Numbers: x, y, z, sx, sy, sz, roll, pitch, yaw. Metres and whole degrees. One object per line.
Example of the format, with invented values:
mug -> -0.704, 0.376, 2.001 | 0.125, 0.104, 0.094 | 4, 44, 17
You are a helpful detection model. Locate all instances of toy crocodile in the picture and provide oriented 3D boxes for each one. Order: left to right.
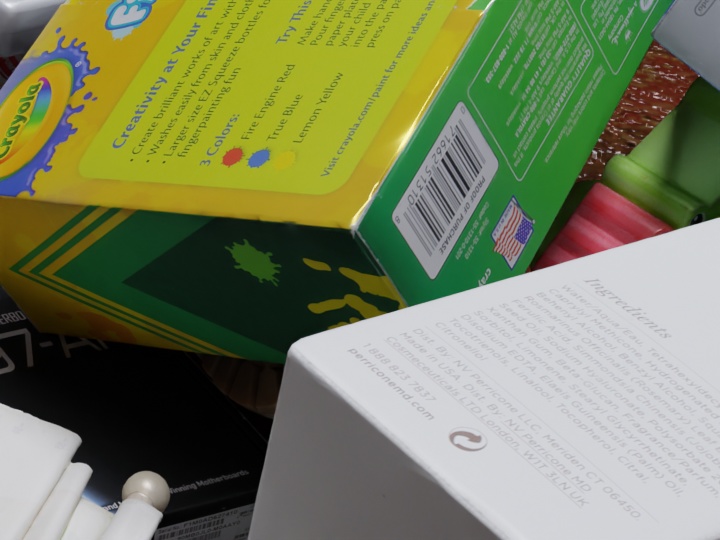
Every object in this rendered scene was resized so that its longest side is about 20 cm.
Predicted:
toy crocodile -> 0.058, 0.027, 0.749 | 0.067, 0.200, 0.062 | 41, 4, 37

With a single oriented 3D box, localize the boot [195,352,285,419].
boot -> 0.000, 0.000, 0.833 | 0.107, 0.075, 0.200 | 41, 20, -24

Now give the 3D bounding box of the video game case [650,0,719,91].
video game case -> 0.186, -0.047, 0.771 | 0.181, 0.046, 0.200 | 38, 21, 4

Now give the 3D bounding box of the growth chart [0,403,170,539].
growth chart -> -0.152, 0.060, 0.676 | 0.199, 0.018, 0.145 | 22, 34, 14

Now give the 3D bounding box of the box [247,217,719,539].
box -> 0.075, 0.085, 0.668 | 0.200, 0.153, 0.106 | -15, 41, -37

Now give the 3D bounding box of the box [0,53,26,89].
box -> -0.182, -0.095, 0.909 | 0.199, 0.113, 0.101 | 7, 32, -11

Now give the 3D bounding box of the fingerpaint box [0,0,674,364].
fingerpaint box -> -0.006, -0.069, 0.749 | 0.166, 0.073, 0.200 | 5, 53, 38

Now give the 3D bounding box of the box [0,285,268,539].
box -> -0.144, 0.054, 0.746 | 0.199, 0.044, 0.160 | -11, 39, -33

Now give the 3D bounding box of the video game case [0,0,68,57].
video game case -> -0.116, -0.146, 0.886 | 0.182, 0.024, 0.200 | -19, 46, -43
